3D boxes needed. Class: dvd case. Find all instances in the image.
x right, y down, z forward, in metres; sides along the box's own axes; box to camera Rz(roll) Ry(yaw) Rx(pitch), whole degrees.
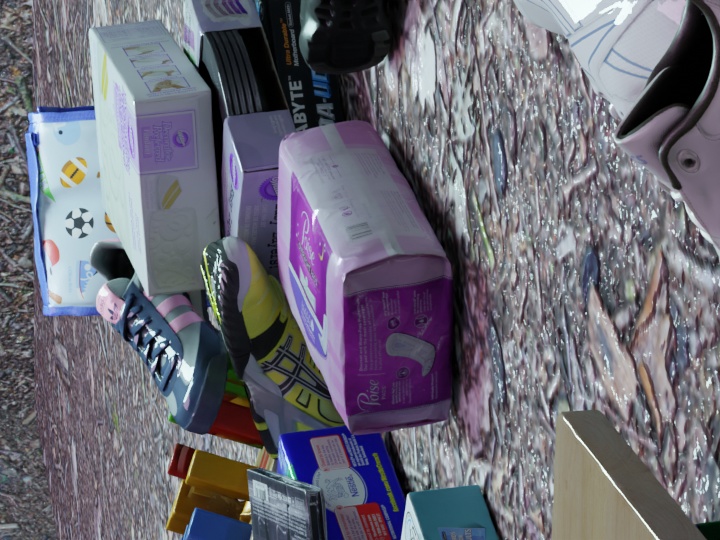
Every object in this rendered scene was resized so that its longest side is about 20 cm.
[{"bbox_3d":[-0.040,0.233,1.464,0.149,0.016,0.201,-179,84,-73],"label":"dvd case"}]

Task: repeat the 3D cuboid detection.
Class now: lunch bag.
[{"bbox_3d":[-0.162,-0.052,1.807,0.124,0.199,0.171,-164,69,-76],"label":"lunch bag"}]

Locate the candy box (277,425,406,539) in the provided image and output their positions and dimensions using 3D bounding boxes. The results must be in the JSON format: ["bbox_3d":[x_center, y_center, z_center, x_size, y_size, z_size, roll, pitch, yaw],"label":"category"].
[{"bbox_3d":[-0.010,0.233,1.529,0.169,0.077,0.200,-112,20,-49],"label":"candy box"}]

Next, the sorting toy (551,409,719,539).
[{"bbox_3d":[0.138,0.183,0.903,0.199,0.069,0.201,-124,32,-65],"label":"sorting toy"}]

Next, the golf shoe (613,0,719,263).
[{"bbox_3d":[0.131,-0.039,0.799,0.078,0.097,0.201,-121,27,-58],"label":"golf shoe"}]

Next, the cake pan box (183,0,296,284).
[{"bbox_3d":[-0.086,-0.077,1.600,0.200,0.052,0.185,100,156,-51],"label":"cake pan box"}]

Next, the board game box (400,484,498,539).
[{"bbox_3d":[0.063,0.247,1.290,0.200,0.047,0.151,-109,19,-47],"label":"board game box"}]

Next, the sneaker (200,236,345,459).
[{"bbox_3d":[-0.055,0.044,1.555,0.200,0.076,0.076,71,178,-47],"label":"sneaker"}]

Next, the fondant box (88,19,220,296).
[{"bbox_3d":[-0.149,-0.085,1.630,0.200,0.058,0.145,-129,34,-64],"label":"fondant box"}]

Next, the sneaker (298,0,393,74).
[{"bbox_3d":[-0.008,-0.195,1.378,0.200,0.075,0.079,116,149,-65],"label":"sneaker"}]

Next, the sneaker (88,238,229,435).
[{"bbox_3d":[-0.150,0.045,1.631,0.070,0.082,0.200,-63,27,23],"label":"sneaker"}]

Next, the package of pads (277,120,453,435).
[{"bbox_3d":[0.000,0.000,1.406,0.200,0.075,0.121,-117,22,-59],"label":"package of pads"}]

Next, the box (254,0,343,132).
[{"bbox_3d":[-0.056,-0.137,1.655,0.159,0.046,0.201,135,129,-72],"label":"box"}]

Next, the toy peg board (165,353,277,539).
[{"bbox_3d":[-0.107,0.156,1.718,0.200,0.098,0.200,116,170,-66],"label":"toy peg board"}]

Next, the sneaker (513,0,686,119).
[{"bbox_3d":[0.109,-0.100,0.928,0.200,0.074,0.087,-149,51,-75],"label":"sneaker"}]
